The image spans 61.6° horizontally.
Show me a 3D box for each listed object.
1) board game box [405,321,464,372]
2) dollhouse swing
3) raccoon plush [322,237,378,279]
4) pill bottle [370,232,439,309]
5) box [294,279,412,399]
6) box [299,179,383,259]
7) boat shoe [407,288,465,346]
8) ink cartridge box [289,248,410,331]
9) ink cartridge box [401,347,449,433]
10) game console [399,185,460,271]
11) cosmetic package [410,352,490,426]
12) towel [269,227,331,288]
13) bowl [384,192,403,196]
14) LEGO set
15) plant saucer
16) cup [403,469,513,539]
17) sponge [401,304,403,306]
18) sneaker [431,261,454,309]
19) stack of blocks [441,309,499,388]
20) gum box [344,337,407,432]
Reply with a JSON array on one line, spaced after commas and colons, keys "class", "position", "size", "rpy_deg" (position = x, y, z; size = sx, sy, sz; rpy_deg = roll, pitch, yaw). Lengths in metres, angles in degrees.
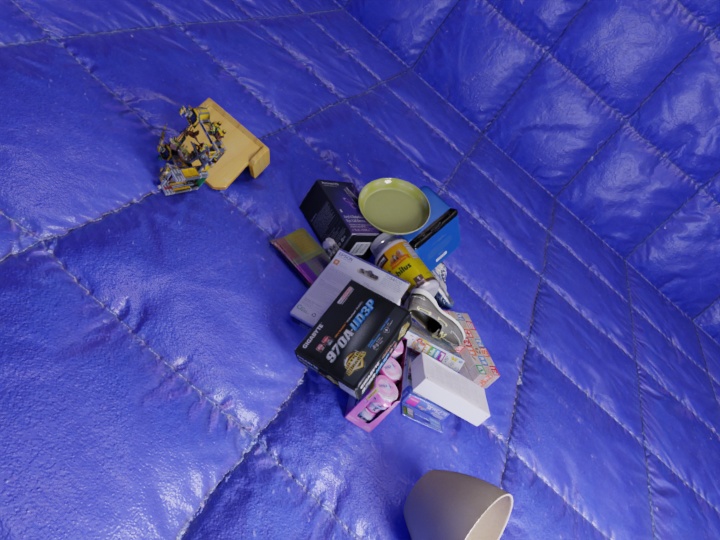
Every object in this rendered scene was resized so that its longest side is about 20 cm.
[{"class": "board game box", "position": [0.148, 0.167, 1.475], "size": [0.197, 0.035, 0.135], "rpy_deg": [29, 9, -21]}, {"class": "dollhouse swing", "position": [-0.360, -0.295, 1.543], "size": [0.199, 0.177, 0.182], "rpy_deg": [38, -10, -2]}, {"class": "raccoon plush", "position": [0.000, 0.000, 1.433], "size": [0.202, 0.132, 0.097], "rpy_deg": [56, 33, -16]}, {"class": "pill bottle", "position": [0.109, -0.003, 1.565], "size": [0.108, 0.110, 0.202], "rpy_deg": [-5, 51, -49]}, {"class": "box", "position": [-0.011, 0.133, 1.204], "size": [0.157, 0.047, 0.201], "rpy_deg": [27, 61, 25]}, {"class": "box", "position": [-0.048, -0.135, 1.617], "size": [0.146, 0.105, 0.202], "rpy_deg": [-5, 54, -48]}, {"class": "boat shoe", "position": [0.184, 0.129, 1.480], "size": [0.202, 0.071, 0.061], "rpy_deg": [45, 54, -26]}, {"class": "ink cartridge box", "position": [-0.020, 0.071, 1.307], "size": [0.196, 0.041, 0.201], "rpy_deg": [26, 61, 23]}, {"class": "ink cartridge box", "position": [0.147, 0.267, 1.403], "size": [0.117, 0.042, 0.203], "rpy_deg": [29, 35, -19]}, {"class": "game console", "position": [0.175, -0.108, 1.691], "size": [0.117, 0.174, 0.199], "rpy_deg": [22, 48, 41]}, {"class": "cosmetic package", "position": [0.202, 0.272, 1.371], "size": [0.198, 0.051, 0.083], "rpy_deg": [32, 29, -21]}, {"class": "towel", "position": [-0.120, -0.019, 1.478], "size": [0.200, 0.023, 0.143], "rpy_deg": [47, 31, 8]}, {"class": "bowl", "position": [0.069, -0.175, 1.769], "size": [0.199, 0.195, 0.111], "rpy_deg": [-29, 114, -57]}, {"class": "LEGO set", "position": [-0.397, -0.262, 1.335], "size": [0.115, 0.198, 0.157], "rpy_deg": [-25, 88, -54]}, {"class": "plant saucer", "position": [0.088, -0.165, 1.609], "size": [0.194, 0.031, 0.204], "rpy_deg": [5, 52, -7]}, {"class": "cup", "position": [0.160, 0.444, 1.084], "size": [0.142, 0.205, 0.198], "rpy_deg": [31, 22, 36]}, {"class": "sponge", "position": [0.088, 0.062, 1.597], "size": [0.196, 0.030, 0.113], "rpy_deg": [15, 39, -34]}, {"class": "sneaker", "position": [0.216, 0.016, 1.715], "size": [0.084, 0.078, 0.202], "rpy_deg": [-26, 66, -14]}, {"class": "stack of blocks", "position": [0.271, 0.206, 1.590], "size": [0.113, 0.059, 0.203], "rpy_deg": [10, 43, -40]}, {"class": "gum box", "position": [0.035, 0.226, 1.259], "size": [0.065, 0.114, 0.202], "rpy_deg": [32, 33, -12]}]
